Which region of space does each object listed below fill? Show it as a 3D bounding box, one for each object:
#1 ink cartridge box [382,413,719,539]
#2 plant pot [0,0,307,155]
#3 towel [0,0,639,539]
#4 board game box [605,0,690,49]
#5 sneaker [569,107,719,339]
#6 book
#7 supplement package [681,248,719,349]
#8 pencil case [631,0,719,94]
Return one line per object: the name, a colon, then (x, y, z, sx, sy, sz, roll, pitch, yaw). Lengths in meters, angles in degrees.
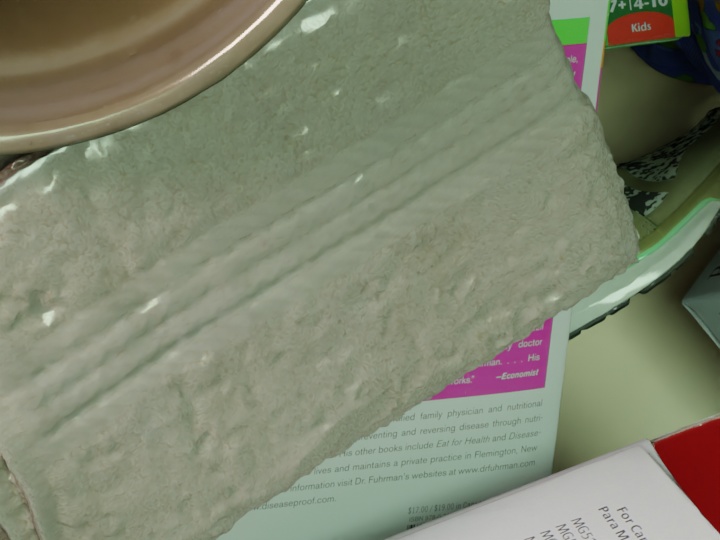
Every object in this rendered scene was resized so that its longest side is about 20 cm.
ink cartridge box: (0.066, 0.156, 0.836, 0.175, 0.084, 0.201, -20, 136, -17)
plant pot: (-0.099, -0.153, 0.687, 0.199, 0.174, 0.201, -4, 115, -9)
towel: (-0.025, -0.006, 0.727, 0.200, 0.034, 0.133, -31, 124, -12)
board game box: (-0.013, -0.080, 0.837, 0.199, 0.102, 0.048, -9, 96, -18)
sneaker: (0.035, -0.014, 0.877, 0.199, 0.077, 0.089, -30, 93, -17)
book: (0.000, 0.000, 0.785, 0.133, 0.048, 0.201, -2, 110, -24)
supplement package: (0.240, 0.000, 0.856, 0.151, 0.200, 0.152, 49, 61, -15)
pencil case: (0.136, -0.072, 0.839, 0.078, 0.200, 0.087, -23, 111, -4)
